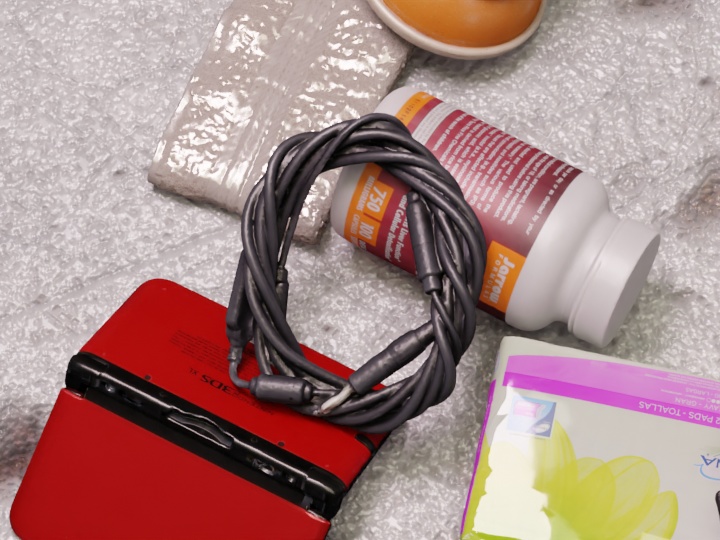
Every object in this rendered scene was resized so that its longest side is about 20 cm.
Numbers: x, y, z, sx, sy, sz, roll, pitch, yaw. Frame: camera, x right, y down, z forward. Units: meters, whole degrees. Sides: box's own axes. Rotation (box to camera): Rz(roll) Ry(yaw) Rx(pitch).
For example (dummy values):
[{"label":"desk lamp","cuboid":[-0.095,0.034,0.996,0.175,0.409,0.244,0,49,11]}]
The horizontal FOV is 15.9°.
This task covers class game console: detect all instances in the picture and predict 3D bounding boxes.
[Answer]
[{"label":"game console","cuboid":[-0.100,0.125,1.685,0.200,0.119,0.172,26,39,11]}]

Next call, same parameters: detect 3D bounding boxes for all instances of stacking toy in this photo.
[{"label":"stacking toy","cuboid":[0.089,-0.250,1.725,0.146,0.200,0.146,11,56,-16]}]

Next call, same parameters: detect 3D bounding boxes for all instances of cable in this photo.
[{"label":"cable","cuboid":[0.000,0.000,1.630,0.163,0.051,0.200,17,93,18]}]

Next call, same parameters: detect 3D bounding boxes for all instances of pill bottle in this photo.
[{"label":"pill bottle","cuboid":[0.090,-0.031,1.692,0.200,0.113,0.113,27,71,13]}]

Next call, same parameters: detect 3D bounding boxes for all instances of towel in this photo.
[{"label":"towel","cuboid":[-0.048,-0.123,1.778,0.132,0.034,0.200,21,70,11]}]

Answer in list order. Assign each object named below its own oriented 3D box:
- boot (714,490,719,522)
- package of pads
[{"label":"boot","cuboid":[0.286,0.178,1.565,0.131,0.070,0.200,-5,67,8]},{"label":"package of pads","cuboid":[0.171,0.139,1.643,0.200,0.068,0.155,11,68,7]}]
